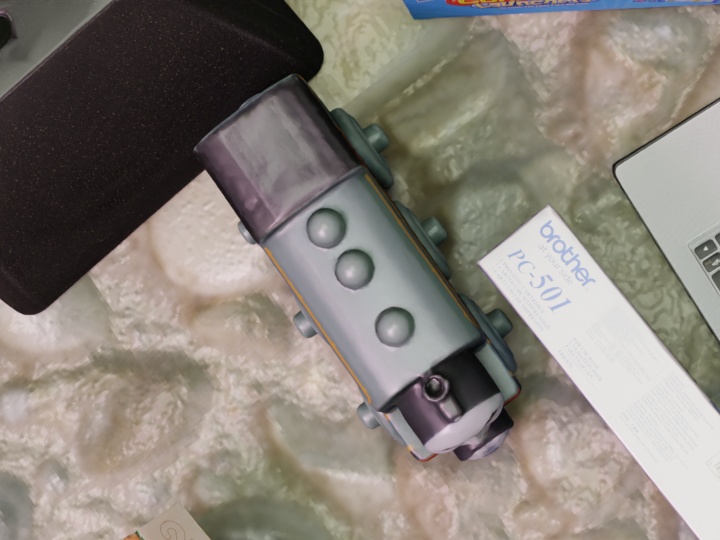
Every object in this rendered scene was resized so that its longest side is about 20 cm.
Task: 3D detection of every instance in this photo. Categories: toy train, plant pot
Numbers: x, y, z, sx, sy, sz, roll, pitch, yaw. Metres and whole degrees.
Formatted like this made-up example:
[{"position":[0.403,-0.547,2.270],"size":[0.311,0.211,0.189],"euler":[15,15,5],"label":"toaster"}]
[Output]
[{"position":[0.000,0.000,0.978],"size":[0.085,0.114,0.200],"euler":[-34,82,5],"label":"toy train"},{"position":[-0.164,-0.124,0.989],"size":[0.199,0.177,0.200],"euler":[-40,79,3],"label":"plant pot"}]

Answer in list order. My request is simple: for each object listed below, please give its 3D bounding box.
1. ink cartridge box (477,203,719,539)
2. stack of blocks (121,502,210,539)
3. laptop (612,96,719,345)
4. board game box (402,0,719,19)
[{"position":[0.134,0.065,0.962],"size":[0.044,0.094,0.200],"euler":[-39,80,4],"label":"ink cartridge box"},{"position":[-0.060,0.218,0.965],"size":[0.200,0.058,0.115],"euler":[49,135,10],"label":"stack of blocks"},{"position":[0.237,-0.019,0.942],"size":[0.187,0.116,0.201],"euler":[-32,80,4],"label":"laptop"},{"position":[0.115,-0.224,1.014],"size":[0.195,0.056,0.201],"euler":[-2,84,10],"label":"board game box"}]
